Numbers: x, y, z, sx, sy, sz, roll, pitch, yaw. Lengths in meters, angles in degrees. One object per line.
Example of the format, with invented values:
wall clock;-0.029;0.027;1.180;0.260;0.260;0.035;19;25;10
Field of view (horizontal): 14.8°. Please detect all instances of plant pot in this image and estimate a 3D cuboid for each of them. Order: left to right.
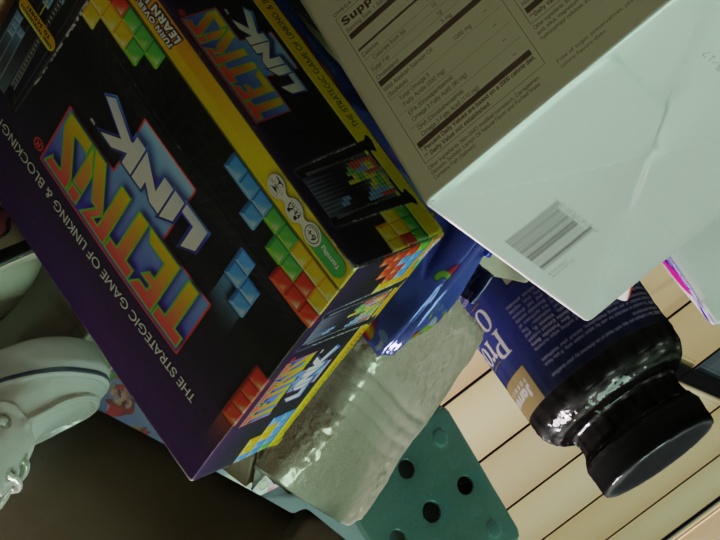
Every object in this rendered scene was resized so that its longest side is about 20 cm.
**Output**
plant pot;-0.128;0.161;1.386;0.200;0.173;0.200;-49;-179;1
plant pot;-0.010;0.152;1.608;0.141;0.142;0.200;-35;-172;-33

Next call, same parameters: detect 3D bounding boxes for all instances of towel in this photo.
towel;0.007;0.061;1.391;0.133;0.034;0.200;-57;167;-5

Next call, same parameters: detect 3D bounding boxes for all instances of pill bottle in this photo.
pill bottle;0.135;0.040;1.777;0.112;0.200;0.112;-31;163;-10

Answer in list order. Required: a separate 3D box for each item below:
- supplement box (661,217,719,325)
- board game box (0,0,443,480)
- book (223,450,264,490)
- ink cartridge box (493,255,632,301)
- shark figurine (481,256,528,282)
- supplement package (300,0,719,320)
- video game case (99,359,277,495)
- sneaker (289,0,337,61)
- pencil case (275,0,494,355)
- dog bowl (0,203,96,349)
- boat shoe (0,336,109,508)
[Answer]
supplement box;0.185;-0.069;1.571;0.103;0.101;0.200;-35;-156;4
board game box;-0.075;-0.040;1.150;0.057;0.200;0.165;-22;159;-41
book;0.000;0.000;1.373;0.200;0.048;0.134;-44;164;-33
ink cartridge box;0.135;-0.113;1.389;0.176;0.083;0.201;89;21;-70
shark figurine;0.012;0.004;1.671;0.128;0.090;0.215;17;126;-26
supplement package;0.073;-0.118;1.163;0.151;0.200;0.152;-39;146;12
video game case;-0.073;0.059;1.491;0.199;0.017;0.143;-26;119;-11
sneaker;-0.032;-0.088;1.339;0.088;0.077;0.200;-26;161;1
pencil case;-0.022;-0.056;1.221;0.087;0.200;0.078;-44;177;-7
dog bowl;-0.197;0.016;1.291;0.200;0.074;0.200;-32;164;-11
boat shoe;-0.187;0.087;1.264;0.200;0.065;0.074;-20;158;-41
